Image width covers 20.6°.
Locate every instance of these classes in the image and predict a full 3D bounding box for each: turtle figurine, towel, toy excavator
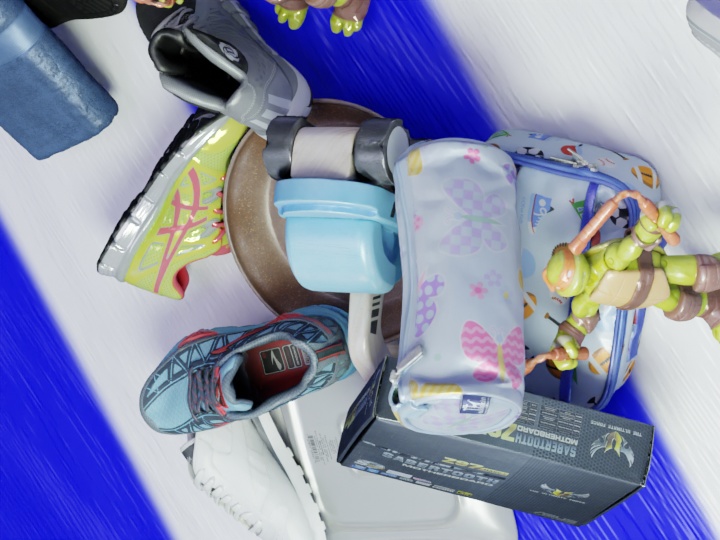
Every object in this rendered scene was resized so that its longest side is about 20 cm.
[{"bbox_3d":[-0.073,-0.215,1.444,0.200,0.161,0.065,-3,83,27],"label":"turtle figurine"},{"bbox_3d":[-0.291,-0.181,1.612,0.112,0.049,0.200,-14,129,42],"label":"towel"},{"bbox_3d":[0.186,0.012,1.349,0.064,0.161,0.200,-101,26,-42],"label":"turtle figurine"},{"bbox_3d":[0.000,0.000,1.458,0.100,0.194,0.201,4,83,25],"label":"toy excavator"}]

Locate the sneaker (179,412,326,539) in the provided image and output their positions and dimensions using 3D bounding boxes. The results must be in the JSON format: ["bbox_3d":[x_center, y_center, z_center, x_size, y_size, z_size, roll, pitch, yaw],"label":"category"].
[{"bbox_3d":[-0.096,0.172,1.637,0.200,0.080,0.076,59,154,8],"label":"sneaker"}]

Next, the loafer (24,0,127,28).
[{"bbox_3d":[-0.252,-0.242,1.617,0.200,0.071,0.073,5,155,39],"label":"loafer"}]

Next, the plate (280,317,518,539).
[{"bbox_3d":[0.015,0.136,1.595,0.200,0.032,0.200,-7,104,35],"label":"plate"}]

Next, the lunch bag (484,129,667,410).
[{"bbox_3d":[0.138,-0.002,1.442,0.160,0.076,0.200,17,116,25],"label":"lunch bag"}]

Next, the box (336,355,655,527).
[{"bbox_3d":[0.093,0.126,1.428,0.200,0.051,0.158,15,160,-6],"label":"box"}]

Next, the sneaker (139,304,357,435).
[{"bbox_3d":[-0.099,0.079,1.541,0.200,0.096,0.079,-23,92,24],"label":"sneaker"}]

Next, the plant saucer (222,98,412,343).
[{"bbox_3d":[-0.012,-0.039,1.539,0.200,0.037,0.201,9,112,24],"label":"plant saucer"}]

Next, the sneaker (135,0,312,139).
[{"bbox_3d":[-0.130,-0.175,1.499,0.200,0.115,0.075,40,106,34],"label":"sneaker"}]

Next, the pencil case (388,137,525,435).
[{"bbox_3d":[0.063,0.012,1.337,0.090,0.200,0.083,5,157,-7],"label":"pencil case"}]

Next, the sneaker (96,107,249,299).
[{"bbox_3d":[-0.130,-0.057,1.602,0.090,0.078,0.200,33,121,-8],"label":"sneaker"}]

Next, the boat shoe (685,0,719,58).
[{"bbox_3d":[0.293,-0.113,1.310,0.200,0.072,0.069,32,122,9],"label":"boat shoe"}]
